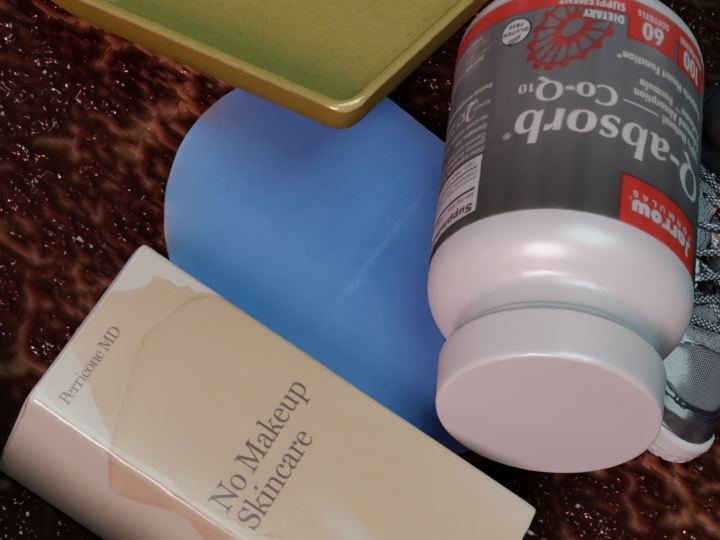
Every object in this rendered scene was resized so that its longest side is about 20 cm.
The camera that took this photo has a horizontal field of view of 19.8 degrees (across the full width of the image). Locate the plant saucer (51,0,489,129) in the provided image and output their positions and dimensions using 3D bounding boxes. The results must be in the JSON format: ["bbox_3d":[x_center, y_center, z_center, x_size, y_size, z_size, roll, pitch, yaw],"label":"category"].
[{"bbox_3d":[-0.023,-0.145,0.970,0.200,0.049,0.200,25,53,28],"label":"plant saucer"}]

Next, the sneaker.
[{"bbox_3d":[0.170,-0.015,0.966,0.075,0.114,0.200,24,55,-24],"label":"sneaker"}]

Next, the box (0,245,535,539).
[{"bbox_3d":[-0.040,0.090,0.858,0.200,0.078,0.095,33,58,-2],"label":"box"}]

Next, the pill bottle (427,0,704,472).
[{"bbox_3d":[0.090,-0.020,0.905,0.116,0.116,0.200,17,54,-12],"label":"pill bottle"}]

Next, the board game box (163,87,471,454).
[{"bbox_3d":[0.000,0.000,0.947,0.200,0.039,0.158,38,51,-2],"label":"board game box"}]
